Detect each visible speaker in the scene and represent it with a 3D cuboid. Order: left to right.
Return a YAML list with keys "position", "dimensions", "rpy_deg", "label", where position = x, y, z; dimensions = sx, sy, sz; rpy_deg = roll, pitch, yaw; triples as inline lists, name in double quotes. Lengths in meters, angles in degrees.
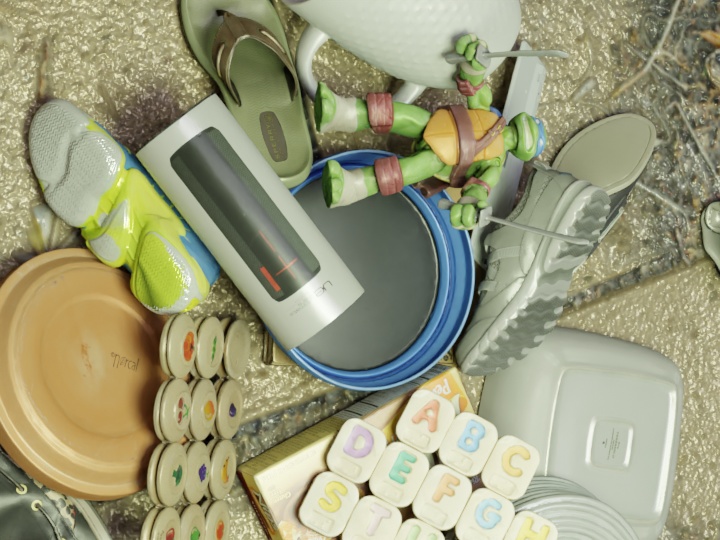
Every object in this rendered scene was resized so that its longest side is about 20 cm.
- position: [-0.085, -0.036, 1.557]
  dimensions: [0.081, 0.081, 0.200]
  rpy_deg: [-39, 95, -22]
  label: "speaker"

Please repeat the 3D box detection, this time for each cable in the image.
- position: [0.151, 0.276, 1.673]
  dimensions: [0.199, 0.069, 0.201]
  rpy_deg: [-9, 99, -20]
  label: "cable"

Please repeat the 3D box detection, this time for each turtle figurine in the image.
- position: [0.068, -0.111, 1.582]
  dimensions: [0.193, 0.200, 0.144]
  rpy_deg: [-5, 112, -9]
  label: "turtle figurine"

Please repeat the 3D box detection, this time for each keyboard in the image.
- position: [0.128, -0.100, 1.744]
  dimensions: [0.056, 0.011, 0.201]
  rpy_deg: [34, 67, -56]
  label: "keyboard"

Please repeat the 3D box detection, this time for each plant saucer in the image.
- position: [-0.206, 0.078, 1.544]
  dimensions: [0.200, 0.032, 0.201]
  rpy_deg: [18, 62, -37]
  label: "plant saucer"

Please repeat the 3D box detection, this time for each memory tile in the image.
- position: [-0.128, 0.135, 1.575]
  dimensions: [0.153, 0.017, 0.201]
  rpy_deg: [13, 82, -71]
  label: "memory tile"

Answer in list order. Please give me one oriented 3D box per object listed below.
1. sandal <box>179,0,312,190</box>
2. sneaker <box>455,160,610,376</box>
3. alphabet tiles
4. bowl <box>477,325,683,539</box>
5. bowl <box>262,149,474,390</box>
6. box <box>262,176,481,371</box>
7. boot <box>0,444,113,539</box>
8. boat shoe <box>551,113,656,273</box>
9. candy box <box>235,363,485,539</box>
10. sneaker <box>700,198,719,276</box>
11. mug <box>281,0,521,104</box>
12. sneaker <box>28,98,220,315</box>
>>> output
- position: [-0.084, -0.163, 1.610]
  dimensions: [0.080, 0.057, 0.201]
  rpy_deg: [-19, 75, -17]
  label: "sandal"
- position: [0.136, 0.000, 1.700]
  dimensions: [0.075, 0.082, 0.200]
  rpy_deg: [13, 112, -53]
  label: "sneaker"
- position: [0.055, 0.206, 1.612]
  dimensions: [0.200, 0.015, 0.196]
  rpy_deg: [28, 81, 1]
  label: "alphabet tiles"
- position: [0.204, 0.154, 1.766]
  dimensions: [0.199, 0.075, 0.201]
  rpy_deg: [12, 85, -25]
  label: "bowl"
- position: [0.000, 0.000, 1.659]
  dimensions: [0.200, 0.039, 0.201]
  rpy_deg: [1, 87, -27]
  label: "bowl"
- position: [0.014, 0.003, 1.700]
  dimensions: [0.199, 0.021, 0.164]
  rpy_deg: [3, 87, -26]
  label: "box"
- position: [-0.277, 0.213, 1.522]
  dimensions: [0.150, 0.073, 0.200]
  rpy_deg: [-32, 99, -25]
  label: "boot"
- position: [0.200, -0.059, 1.788]
  dimensions: [0.200, 0.073, 0.063]
  rpy_deg: [-51, 153, -24]
  label: "boat shoe"
- position: [0.010, 0.173, 1.666]
  dimensions: [0.200, 0.055, 0.116]
  rpy_deg: [-27, 102, -19]
  label: "candy box"
- position: [0.406, -0.058, 1.869]
  dimensions: [0.146, 0.077, 0.203]
  rpy_deg: [33, 76, -25]
  label: "sneaker"
- position: [0.028, -0.214, 1.654]
  dimensions: [0.175, 0.148, 0.200]
  rpy_deg: [33, 96, -29]
  label: "mug"
- position: [-0.183, -0.052, 1.587]
  dimensions: [0.200, 0.076, 0.105]
  rpy_deg: [56, 23, 5]
  label: "sneaker"
